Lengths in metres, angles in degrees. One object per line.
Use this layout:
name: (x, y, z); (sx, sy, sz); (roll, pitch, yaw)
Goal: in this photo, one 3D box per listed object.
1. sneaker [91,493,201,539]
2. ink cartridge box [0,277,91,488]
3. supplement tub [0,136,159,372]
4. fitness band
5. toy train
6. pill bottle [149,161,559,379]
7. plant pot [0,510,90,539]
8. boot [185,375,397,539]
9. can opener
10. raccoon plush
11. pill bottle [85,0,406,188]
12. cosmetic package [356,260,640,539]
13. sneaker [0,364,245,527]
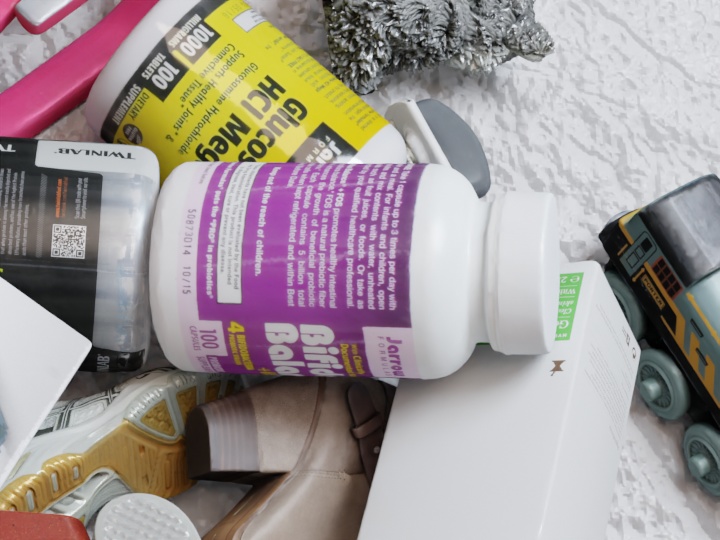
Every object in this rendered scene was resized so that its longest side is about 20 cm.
sneaker: (-0.092, 0.210, 1.150); (0.074, 0.082, 0.200); (-3, 46, -14)
ink cartridge box: (-0.240, 0.053, 1.066); (0.176, 0.045, 0.200); (35, 38, -6)
supplement tub: (-0.207, -0.011, 1.217); (0.200, 0.123, 0.123); (4, 65, -6)
fitness band: (-0.161, -0.138, 1.285); (0.037, 0.144, 0.200); (45, 61, 10)
toy train: (0.208, 0.041, 1.332); (0.085, 0.114, 0.200); (-24, 75, -24)
pill bottle: (0.000, 0.000, 1.191); (0.200, 0.112, 0.112); (1, 63, 11)
plant pot: (-0.206, 0.218, 1.089); (0.199, 0.200, 0.177); (5, 54, -15)
boot: (-0.024, 0.150, 1.241); (0.146, 0.070, 0.200); (4, 86, -32)
can opener: (0.070, -0.017, 1.352); (0.066, 0.053, 0.200); (-18, 73, -24)
raccoon plush: (0.044, -0.160, 1.337); (0.134, 0.200, 0.097); (-6, 84, 2)
pill bottle: (-0.048, -0.064, 1.303); (0.200, 0.112, 0.112); (39, 61, 4)
cosmetic package: (0.074, 0.100, 1.214); (0.107, 0.085, 0.200); (-6, 47, 25)
sneaker: (-0.149, 0.087, 1.225); (0.088, 0.076, 0.200); (23, 32, 37)
